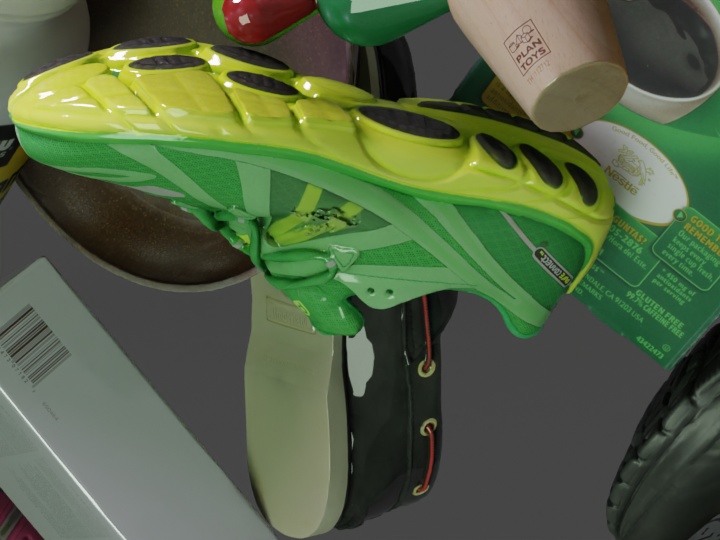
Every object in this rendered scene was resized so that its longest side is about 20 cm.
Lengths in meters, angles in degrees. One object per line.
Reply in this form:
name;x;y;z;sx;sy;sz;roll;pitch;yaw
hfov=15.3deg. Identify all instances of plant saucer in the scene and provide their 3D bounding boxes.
plant saucer;-0.070;-0.092;0.957;0.200;0.032;0.201;14;113;37

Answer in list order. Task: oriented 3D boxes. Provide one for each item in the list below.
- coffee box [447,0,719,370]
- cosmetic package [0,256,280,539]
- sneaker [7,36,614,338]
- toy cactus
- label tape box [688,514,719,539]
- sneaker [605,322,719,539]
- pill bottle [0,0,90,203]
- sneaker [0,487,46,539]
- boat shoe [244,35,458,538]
coffee box;0.112;-0.070;0.881;0.123;0.044;0.200;38;132;4
cosmetic package;-0.094;0.092;1.062;0.200;0.052;0.151;51;160;-7
sneaker;-0.019;-0.021;0.866;0.199;0.074;0.084;14;111;-8
toy cactus;0.033;-0.118;0.807;0.200;0.102;0.165;-34;56;15
label tape box;0.139;0.135;0.930;0.200;0.143;0.066;-28;103;40
sneaker;0.155;0.047;0.913;0.091;0.076;0.200;37;133;0
pill bottle;-0.165;-0.069;0.952;0.112;0.112;0.200;40;130;3
sneaker;-0.180;0.118;1.159;0.200;0.074;0.087;42;126;-5
boat shoe;-0.002;-0.001;0.987;0.074;0.063;0.202;26;120;49
